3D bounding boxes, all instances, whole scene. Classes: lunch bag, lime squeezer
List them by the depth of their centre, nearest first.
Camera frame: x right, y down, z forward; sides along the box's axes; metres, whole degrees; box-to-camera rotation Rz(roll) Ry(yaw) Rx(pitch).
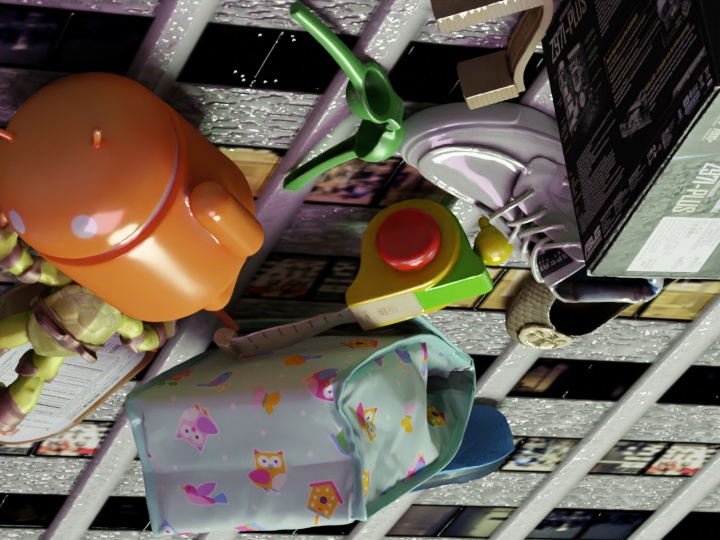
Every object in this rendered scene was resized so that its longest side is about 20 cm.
[{"bbox_3d":[-0.007,-0.100,1.696,0.070,0.038,0.200,22,154,9],"label":"lime squeezer"},{"bbox_3d":[-0.033,0.092,1.893,0.170,0.122,0.200,-5,-166,28],"label":"lunch bag"}]

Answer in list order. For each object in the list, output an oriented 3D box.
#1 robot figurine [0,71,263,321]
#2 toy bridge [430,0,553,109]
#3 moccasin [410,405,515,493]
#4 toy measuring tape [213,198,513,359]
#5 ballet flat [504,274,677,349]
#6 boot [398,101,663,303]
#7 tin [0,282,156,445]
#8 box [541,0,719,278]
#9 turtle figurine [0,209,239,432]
[{"bbox_3d":[-0.138,-0.042,1.666,0.117,0.144,0.200,-38,147,6],"label":"robot figurine"},{"bbox_3d":[0.072,-0.156,1.609,0.067,0.027,0.200,-15,151,6],"label":"toy bridge"},{"bbox_3d":[0.014,0.145,2.097,0.199,0.081,0.068,1,155,-17],"label":"moccasin"},{"bbox_3d":[0.000,0.000,1.833,0.199,0.074,0.074,-16,151,9],"label":"toy measuring tape"},{"bbox_3d":[0.172,0.009,1.926,0.067,0.046,0.200,18,142,-39],"label":"ballet flat"},{"bbox_3d":[0.112,-0.037,1.769,0.200,0.096,0.074,13,145,-35],"label":"boot"},{"bbox_3d":[-0.214,0.061,1.922,0.112,0.042,0.200,15,144,-31],"label":"tin"},{"bbox_3d":[0.183,-0.113,1.579,0.086,0.164,0.200,1,150,-18],"label":"box"},{"bbox_3d":[-0.182,0.036,1.801,0.161,0.065,0.200,-38,134,22],"label":"turtle figurine"}]
